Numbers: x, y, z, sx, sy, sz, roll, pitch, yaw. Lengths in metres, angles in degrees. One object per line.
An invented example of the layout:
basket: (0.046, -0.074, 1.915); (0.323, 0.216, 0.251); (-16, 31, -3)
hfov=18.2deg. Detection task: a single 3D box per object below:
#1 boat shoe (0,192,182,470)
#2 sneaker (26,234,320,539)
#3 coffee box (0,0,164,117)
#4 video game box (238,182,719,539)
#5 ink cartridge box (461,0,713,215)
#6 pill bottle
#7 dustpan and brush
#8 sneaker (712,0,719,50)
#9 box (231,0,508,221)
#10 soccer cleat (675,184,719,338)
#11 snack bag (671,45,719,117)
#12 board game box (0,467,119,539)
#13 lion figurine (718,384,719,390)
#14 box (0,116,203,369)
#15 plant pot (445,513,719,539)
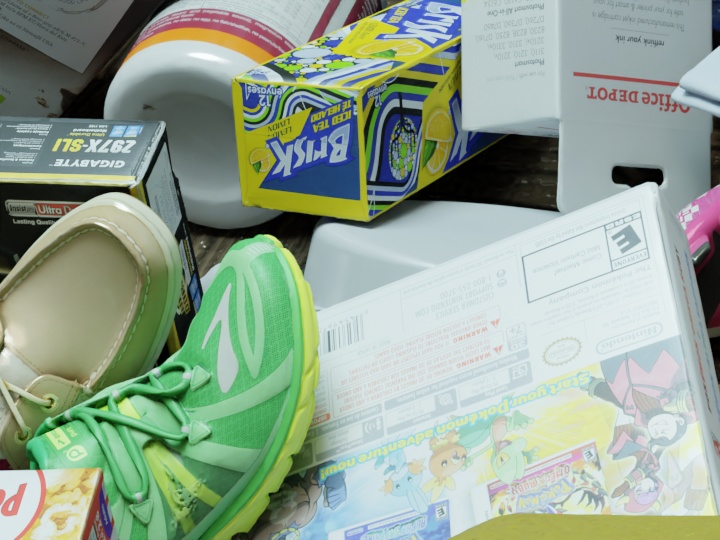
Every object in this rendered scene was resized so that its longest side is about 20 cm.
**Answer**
boat shoe: (-0.146, 0.054, 0.919); (0.074, 0.200, 0.069); (41, 25, 5)
sneaker: (-0.083, 0.075, 0.880); (0.201, 0.083, 0.074); (-61, 33, 1)
coffee box: (-0.157, -0.153, 1.162); (0.200, 0.080, 0.113); (-43, 25, 33)
video game box: (0.046, 0.078, 0.876); (0.199, 0.047, 0.183); (-21, 46, 19)
ink cartridge box: (0.108, -0.123, 1.071); (0.115, 0.201, 0.068); (2, -3, -42)
pill bottle: (-0.049, -0.123, 1.164); (0.109, 0.110, 0.200); (5, 41, 18)
dustpan and brush: (0.000, 0.000, 1.041); (0.199, 0.058, 0.139); (10, 16, 28)
sneaker: (0.132, -0.136, 1.181); (0.199, 0.078, 0.070); (20, 41, 2)
box: (0.018, -0.083, 1.083); (0.070, 0.065, 0.200); (7, 21, 26)
soccer cleat: (0.125, 0.006, 1.001); (0.200, 0.070, 0.086); (-31, 27, -30)
snack bag: (0.273, -0.108, 1.034); (0.188, 0.021, 0.200); (23, 51, 36)
board game box: (-0.180, 0.143, 0.837); (0.199, 0.152, 0.046); (-3, 39, 10)
lion figurine: (0.115, 0.110, 0.888); (0.199, 0.073, 0.123); (-15, 44, 18)
box: (-0.169, 0.009, 0.991); (0.199, 0.160, 0.049); (3, 41, 15)
plant pot: (0.089, 0.182, 0.706); (0.194, 0.195, 0.200); (0, 35, 13)
